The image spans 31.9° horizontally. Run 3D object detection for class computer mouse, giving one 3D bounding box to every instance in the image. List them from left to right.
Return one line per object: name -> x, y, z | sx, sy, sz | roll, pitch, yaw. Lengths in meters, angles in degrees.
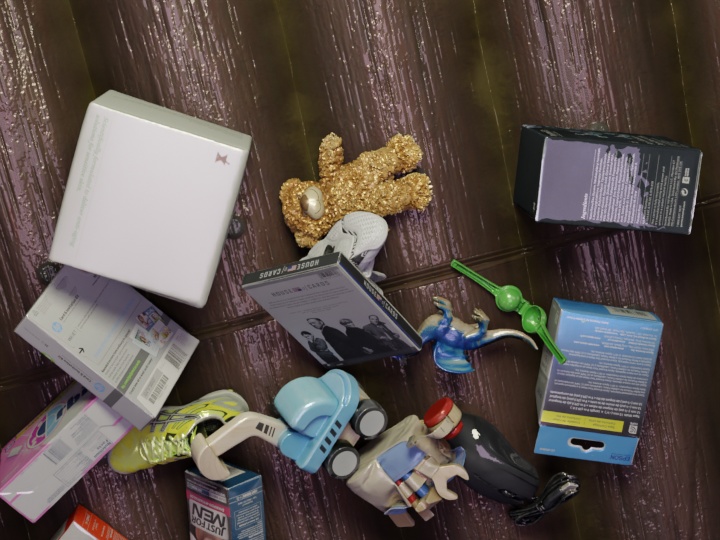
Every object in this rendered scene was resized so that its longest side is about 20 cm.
computer mouse -> 0.184, 0.271, 1.682 | 0.199, 0.053, 0.139 | 40, 133, -6

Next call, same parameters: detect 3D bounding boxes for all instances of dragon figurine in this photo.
dragon figurine -> 0.127, 0.099, 1.659 | 0.197, 0.059, 0.101 | 17, 103, -4

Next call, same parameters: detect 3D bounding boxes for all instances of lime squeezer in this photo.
lime squeezer -> 0.202, 0.053, 1.655 | 0.200, 0.070, 0.038 | 43, 127, 19

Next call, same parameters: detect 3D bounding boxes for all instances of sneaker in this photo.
sneaker -> -0.243, 0.214, 1.649 | 0.198, 0.076, 0.076 | -24, 105, 2
sneaker -> 0.000, 0.000, 1.584 | 0.114, 0.076, 0.200 | 21, 142, -27

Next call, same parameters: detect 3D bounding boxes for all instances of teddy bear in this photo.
teddy bear -> -0.005, -0.101, 1.602 | 0.196, 0.067, 0.148 | -2, 101, -4

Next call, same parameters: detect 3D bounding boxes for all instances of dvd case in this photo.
dvd case -> -0.034, 0.054, 1.574 | 0.149, 0.025, 0.200 | -12, 138, 31

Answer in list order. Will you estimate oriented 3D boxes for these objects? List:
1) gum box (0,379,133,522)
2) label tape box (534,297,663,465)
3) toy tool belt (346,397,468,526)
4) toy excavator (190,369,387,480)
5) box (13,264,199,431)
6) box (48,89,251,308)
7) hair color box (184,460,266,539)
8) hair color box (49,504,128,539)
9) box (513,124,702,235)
gum box -> -0.372, 0.210, 1.613 | 0.200, 0.114, 0.066 | -43, 114, 6
label tape box -> 0.311, 0.149, 1.684 | 0.141, 0.066, 0.203 | 8, 104, -6
toy tool belt -> 0.083, 0.257, 1.639 | 0.123, 0.125, 0.199 | 46, 123, -11
toy excavator -> -0.096, 0.200, 1.611 | 0.199, 0.100, 0.196 | 30, 97, -32
box -> -0.313, 0.082, 1.575 | 0.199, 0.157, 0.041 | 41, 126, -13
box -> -0.250, -0.091, 1.532 | 0.197, 0.171, 0.202 | 17, 101, -8
hair color box -> -0.176, 0.363, 1.669 | 0.060, 0.099, 0.203 | -15, 107, -41
hair color box -> -0.337, 0.424, 1.695 | 0.199, 0.064, 0.111 | 39, 96, -12
box -> 0.305, -0.116, 1.581 | 0.197, 0.149, 0.109 | 4, 102, -6
